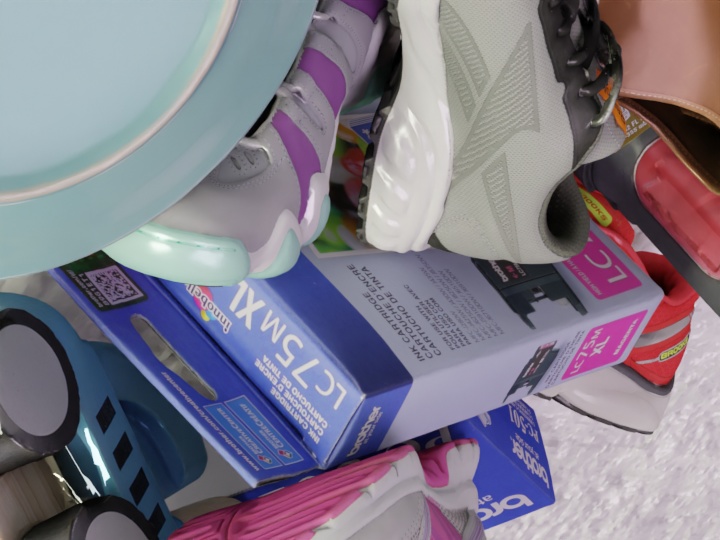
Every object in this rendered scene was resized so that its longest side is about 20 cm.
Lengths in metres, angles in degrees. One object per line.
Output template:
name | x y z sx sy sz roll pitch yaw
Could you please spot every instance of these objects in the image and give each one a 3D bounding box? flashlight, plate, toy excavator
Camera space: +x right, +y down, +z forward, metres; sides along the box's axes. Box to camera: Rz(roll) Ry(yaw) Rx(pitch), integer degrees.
flashlight | 0.136 -0.015 1.077 0.068 0.200 0.068 -43 143 7
plate | -0.096 -0.084 0.788 0.199 0.026 0.201 -9 117 -18
toy excavator | -0.076 0.090 1.003 0.100 0.195 0.200 -24 -177 31

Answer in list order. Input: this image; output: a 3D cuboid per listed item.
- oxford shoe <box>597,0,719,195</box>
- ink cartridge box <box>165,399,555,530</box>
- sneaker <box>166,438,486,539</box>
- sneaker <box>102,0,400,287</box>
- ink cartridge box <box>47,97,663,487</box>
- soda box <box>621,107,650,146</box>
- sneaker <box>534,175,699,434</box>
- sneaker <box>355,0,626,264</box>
oxford shoe | 0.080 -0.097 0.969 0.200 0.071 0.071 42 76 -28
ink cartridge box | -0.038 0.086 1.108 0.199 0.044 0.094 -23 146 17
sneaker | 0.004 0.107 0.965 0.081 0.089 0.200 -20 174 20
sneaker | -0.029 -0.093 0.911 0.077 0.200 0.140 13 122 6
ink cartridge box | 0.000 0.000 1.009 0.200 0.119 0.042 -18 146 -46
soda box | 0.144 -0.135 1.071 0.200 0.064 0.068 -37 142 -3
sneaker | 0.061 -0.001 1.156 0.200 0.077 0.085 21 94 -50
sneaker | 0.048 -0.078 0.922 0.201 0.079 0.074 95 11 -50
